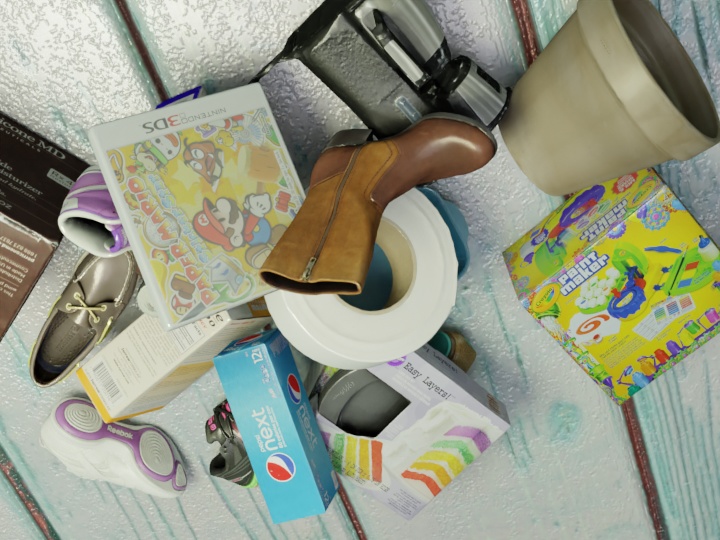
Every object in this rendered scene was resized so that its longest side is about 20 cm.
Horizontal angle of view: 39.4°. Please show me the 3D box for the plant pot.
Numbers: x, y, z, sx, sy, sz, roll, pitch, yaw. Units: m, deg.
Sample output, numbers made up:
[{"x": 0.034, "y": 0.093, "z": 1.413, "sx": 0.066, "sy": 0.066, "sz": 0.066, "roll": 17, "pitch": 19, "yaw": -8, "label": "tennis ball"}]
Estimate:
[{"x": 0.241, "y": -0.169, "z": 1.031, "sx": 0.173, "sy": 0.201, "sz": 0.200, "roll": -34, "pitch": 115, "yaw": 31, "label": "plant pot"}]

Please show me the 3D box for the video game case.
[{"x": -0.139, "y": -0.066, "z": 0.959, "sx": 0.181, "sy": 0.023, "sz": 0.202, "roll": -21, "pitch": 86, "yaw": -28, "label": "video game case"}]

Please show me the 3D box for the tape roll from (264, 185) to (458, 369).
[{"x": 0.000, "y": 0.000, "z": 1.052, "sx": 0.200, "sy": 0.071, "sz": 0.205, "roll": 4, "pitch": 76, "yaw": -18, "label": "tape roll"}]

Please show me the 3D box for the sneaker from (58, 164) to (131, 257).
[{"x": -0.193, "y": -0.043, "z": 0.980, "sx": 0.198, "sy": 0.115, "sz": 0.073, "roll": 4, "pitch": 120, "yaw": 2, "label": "sneaker"}]

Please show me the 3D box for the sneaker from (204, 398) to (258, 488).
[{"x": -0.148, "y": 0.186, "z": 1.242, "sx": 0.083, "sy": 0.077, "sz": 0.202, "roll": 7, "pitch": 116, "yaw": -11, "label": "sneaker"}]

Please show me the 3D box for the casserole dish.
[{"x": 0.029, "y": -0.011, "z": 1.128, "sx": 0.199, "sy": 0.039, "sz": 0.122, "roll": -29, "pitch": 89, "yaw": -14, "label": "casserole dish"}]

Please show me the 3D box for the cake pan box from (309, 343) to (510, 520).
[{"x": 0.044, "y": 0.175, "z": 1.172, "sx": 0.199, "sy": 0.052, "sz": 0.184, "roll": 39, "pitch": 107, "yaw": -20, "label": "cake pan box"}]

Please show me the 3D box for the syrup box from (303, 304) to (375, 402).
[{"x": -0.011, "y": 0.119, "z": 1.213, "sx": 0.081, "sy": 0.079, "sz": 0.201, "roll": 20, "pitch": 115, "yaw": -12, "label": "syrup box"}]

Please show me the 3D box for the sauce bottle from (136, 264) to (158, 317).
[{"x": -0.204, "y": -0.018, "z": 1.064, "sx": 0.065, "sy": 0.201, "sz": 0.067, "roll": 0, "pitch": 119, "yaw": -1, "label": "sauce bottle"}]

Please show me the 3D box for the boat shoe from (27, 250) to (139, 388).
[{"x": -0.300, "y": 0.045, "z": 1.095, "sx": 0.071, "sy": 0.060, "sz": 0.200, "roll": 33, "pitch": 113, "yaw": -16, "label": "boat shoe"}]

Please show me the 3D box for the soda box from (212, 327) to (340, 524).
[{"x": -0.091, "y": 0.171, "z": 1.112, "sx": 0.067, "sy": 0.064, "sz": 0.202, "roll": -16, "pitch": 99, "yaw": 17, "label": "soda box"}]

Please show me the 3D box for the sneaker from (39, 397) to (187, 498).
[{"x": -0.311, "y": 0.232, "z": 1.271, "sx": 0.199, "sy": 0.075, "sz": 0.100, "roll": 34, "pitch": 130, "yaw": -18, "label": "sneaker"}]

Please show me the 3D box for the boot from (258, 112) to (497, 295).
[{"x": 0.019, "y": -0.062, "z": 0.927, "sx": 0.186, "sy": 0.201, "sz": 0.069, "roll": 4, "pitch": 135, "yaw": 21, "label": "boot"}]

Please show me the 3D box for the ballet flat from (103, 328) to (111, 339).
[{"x": -0.299, "y": 0.019, "z": 1.153, "sx": 0.066, "sy": 0.067, "sz": 0.201, "roll": 25, "pitch": 113, "yaw": -13, "label": "ballet flat"}]

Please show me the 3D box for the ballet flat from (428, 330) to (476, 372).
[{"x": 0.077, "y": 0.160, "z": 1.256, "sx": 0.072, "sy": 0.068, "sz": 0.201, "roll": 23, "pitch": 111, "yaw": -35, "label": "ballet flat"}]

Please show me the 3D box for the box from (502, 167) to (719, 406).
[{"x": 0.303, "y": 0.007, "z": 1.148, "sx": 0.200, "sy": 0.122, "sz": 0.193, "roll": -39, "pitch": 113, "yaw": 17, "label": "box"}]

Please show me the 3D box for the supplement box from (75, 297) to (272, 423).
[{"x": -0.208, "y": 0.082, "z": 1.150, "sx": 0.199, "sy": 0.126, "sz": 0.074, "roll": -38, "pitch": 78, "yaw": 15, "label": "supplement box"}]

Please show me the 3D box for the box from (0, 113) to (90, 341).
[{"x": -0.399, "y": -0.047, "z": 1.039, "sx": 0.165, "sy": 0.201, "sz": 0.165, "roll": 30, "pitch": 112, "yaw": -17, "label": "box"}]

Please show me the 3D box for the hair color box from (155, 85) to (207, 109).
[{"x": -0.154, "y": -0.084, "z": 1.084, "sx": 0.064, "sy": 0.110, "sz": 0.201, "roll": -21, "pitch": 117, "yaw": 8, "label": "hair color box"}]

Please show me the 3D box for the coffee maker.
[{"x": 0.025, "y": -0.192, "z": 1.043, "sx": 0.191, "sy": 0.135, "sz": 0.200, "roll": -27, "pitch": 117, "yaw": 38, "label": "coffee maker"}]
